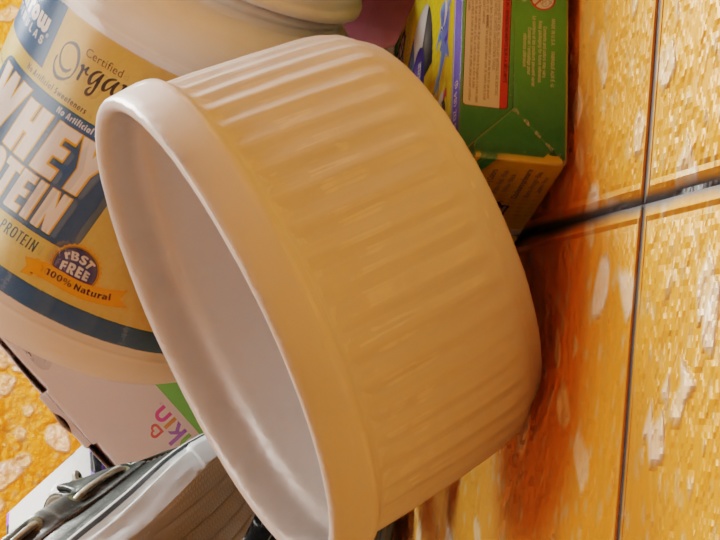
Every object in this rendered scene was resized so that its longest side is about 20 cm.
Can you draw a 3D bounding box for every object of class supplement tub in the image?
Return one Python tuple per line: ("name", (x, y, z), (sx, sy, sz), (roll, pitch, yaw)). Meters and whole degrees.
("supplement tub", (-0.090, -0.067, 1.241), (0.145, 0.144, 0.201), (-103, 37, -66))

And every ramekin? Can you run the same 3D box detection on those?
("ramekin", (-0.014, 0.004, 1.110), (0.200, 0.105, 0.201), (56, 162, 29))

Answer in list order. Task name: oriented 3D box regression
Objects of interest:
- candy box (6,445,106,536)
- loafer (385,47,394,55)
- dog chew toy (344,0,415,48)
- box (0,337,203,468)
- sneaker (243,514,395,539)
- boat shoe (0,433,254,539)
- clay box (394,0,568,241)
("candy box", (-0.108, 0.210, 1.599), (0.071, 0.200, 0.168), (-41, 14, 4))
("loafer", (-0.012, -0.083, 1.515), (0.073, 0.072, 0.201), (154, 122, -82))
("dog chew toy", (-0.045, -0.169, 1.335), (0.125, 0.199, 0.125), (-177, 90, -83))
("box", (-0.133, 0.048, 1.598), (0.097, 0.200, 0.176), (-41, 4, -4))
("sneaker", (-0.038, 0.079, 1.464), (0.200, 0.114, 0.077), (-88, 7, -55))
("boat shoe", (-0.115, 0.117, 1.292), (0.200, 0.071, 0.072), (-30, -48, -55))
("clay box", (0.044, -0.066, 1.181), (0.200, 0.047, 0.116), (119, 155, -70))
